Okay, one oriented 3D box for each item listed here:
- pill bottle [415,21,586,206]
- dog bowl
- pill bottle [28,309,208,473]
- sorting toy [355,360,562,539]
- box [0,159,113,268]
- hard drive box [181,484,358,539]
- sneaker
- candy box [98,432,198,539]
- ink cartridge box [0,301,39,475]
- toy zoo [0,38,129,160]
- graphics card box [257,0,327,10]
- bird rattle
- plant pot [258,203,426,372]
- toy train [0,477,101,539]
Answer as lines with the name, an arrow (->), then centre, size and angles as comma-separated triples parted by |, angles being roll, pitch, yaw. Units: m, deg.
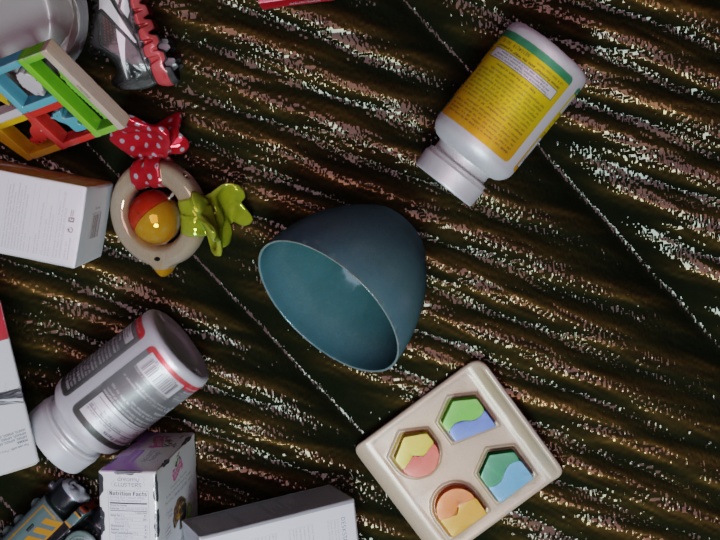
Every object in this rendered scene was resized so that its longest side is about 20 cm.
pill bottle -> 0.158, -0.177, 1.295 | 0.113, 0.113, 0.200 | 38, 97, -3
dog bowl -> -0.401, -0.303, 1.283 | 0.200, 0.059, 0.200 | 10, 118, 20
pill bottle -> -0.294, 0.148, 1.349 | 0.200, 0.114, 0.114 | -37, 95, 6
sorting toy -> 0.123, 0.239, 1.389 | 0.200, 0.036, 0.185 | -36, 95, 6
box -> -0.411, -0.075, 1.317 | 0.200, 0.124, 0.098 | 11, 97, 0
hard drive box -> -0.103, 0.363, 1.351 | 0.200, 0.077, 0.156 | -8, 98, -24
sneaker -> -0.287, -0.302, 1.310 | 0.098, 0.071, 0.201 | -20, 97, 3
candy box -> -0.250, 0.311, 1.340 | 0.071, 0.168, 0.200 | 0, 97, 7
ink cartridge box -> -0.465, 0.141, 1.330 | 0.084, 0.144, 0.200 | -17, 99, -34
toy zoo -> -0.382, -0.190, 1.288 | 0.200, 0.020, 0.131 | -12, 138, 34
graphics card box -> -0.071, -0.415, 1.301 | 0.125, 0.051, 0.200 | -7, 96, 3
bird rattle -> -0.238, -0.084, 1.328 | 0.200, 0.113, 0.163 | 42, 113, -1
plant pot -> 0.000, 0.000, 1.300 | 0.200, 0.200, 0.135 | 44, 61, -4
toy train -> -0.399, 0.353, 1.398 | 0.200, 0.085, 0.114 | -45, 85, 6
